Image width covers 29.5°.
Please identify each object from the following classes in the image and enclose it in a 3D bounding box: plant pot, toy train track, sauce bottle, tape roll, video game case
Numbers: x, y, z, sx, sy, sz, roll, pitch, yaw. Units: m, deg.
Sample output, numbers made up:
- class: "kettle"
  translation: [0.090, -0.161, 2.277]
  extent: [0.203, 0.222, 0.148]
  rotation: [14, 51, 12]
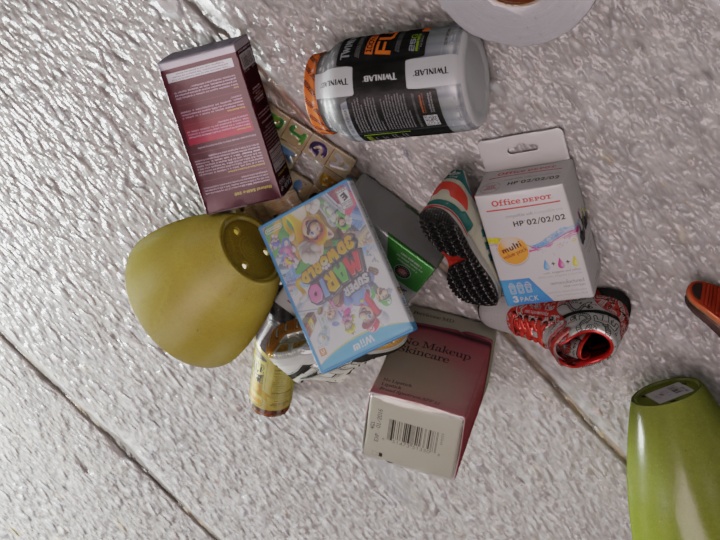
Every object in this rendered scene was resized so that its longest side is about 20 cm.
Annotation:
- class: "plant pot"
  translation: [-0.181, 0.005, 1.759]
  extent: [0.200, 0.200, 0.142]
  rotation: [46, 129, -12]
- class: "toy train track"
  translation: [-0.152, -0.109, 1.777]
  extent: [0.114, 0.033, 0.201]
  rotation: [-18, 113, 29]
- class: "sauce bottle"
  translation: [-0.117, 0.111, 1.897]
  extent: [0.065, 0.066, 0.201]
  rotation: [15, 123, 10]
- class: "plant pot"
  translation: [0.413, 0.245, 1.734]
  extent: [0.186, 0.187, 0.202]
  rotation: [-12, 102, 26]
- class: "tape roll"
  translation: [0.173, -0.349, 1.490]
  extent: [0.198, 0.066, 0.202]
  rotation: [9, 123, 14]
- class: "video game case"
  translation: [-0.029, 0.008, 1.679]
  extent: [0.142, 0.018, 0.201]
  rotation: [-26, 85, 26]

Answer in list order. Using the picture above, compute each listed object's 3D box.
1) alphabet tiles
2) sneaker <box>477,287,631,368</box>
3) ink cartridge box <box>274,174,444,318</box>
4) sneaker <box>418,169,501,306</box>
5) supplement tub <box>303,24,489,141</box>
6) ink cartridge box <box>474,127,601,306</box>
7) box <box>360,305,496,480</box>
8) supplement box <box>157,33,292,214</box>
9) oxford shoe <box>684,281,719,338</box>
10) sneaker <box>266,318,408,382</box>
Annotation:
- class: "alphabet tiles"
  translation: [-0.117, -0.116, 1.784]
  extent: [0.166, 0.008, 0.201]
  rotation: [32, 126, -2]
- class: "sneaker"
  translation: [0.233, 0.069, 1.711]
  extent: [0.200, 0.108, 0.068]
  rotation: [0, 122, 20]
- class: "ink cartridge box"
  translation: [0.000, 0.000, 1.768]
  extent: [0.146, 0.083, 0.200]
  rotation: [35, 127, -3]
- class: "sneaker"
  translation: [0.139, -0.040, 1.694]
  extent: [0.070, 0.094, 0.200]
  rotation: [6, 145, 33]
- class: "supplement tub"
  translation: [0.042, -0.215, 1.589]
  extent: [0.198, 0.123, 0.123]
  rotation: [-4, 120, 21]
- class: "ink cartridge box"
  translation: [0.211, -0.062, 1.659]
  extent: [0.114, 0.068, 0.201]
  rotation: [-8, 118, 24]
- class: "box"
  translation: [0.091, 0.154, 1.761]
  extent: [0.127, 0.200, 0.110]
  rotation: [14, 125, 10]
- class: "supplement box"
  translation: [-0.166, -0.181, 1.703]
  extent: [0.108, 0.061, 0.202]
  rotation: [-10, 108, 17]
- class: "oxford shoe"
  translation: [0.463, 0.091, 1.666]
  extent: [0.199, 0.071, 0.073]
  rotation: [38, 131, -7]
- class: "sneaker"
  translation: [-0.020, 0.099, 1.755]
  extent: [0.198, 0.076, 0.088]
  rotation: [-8, 136, 28]
